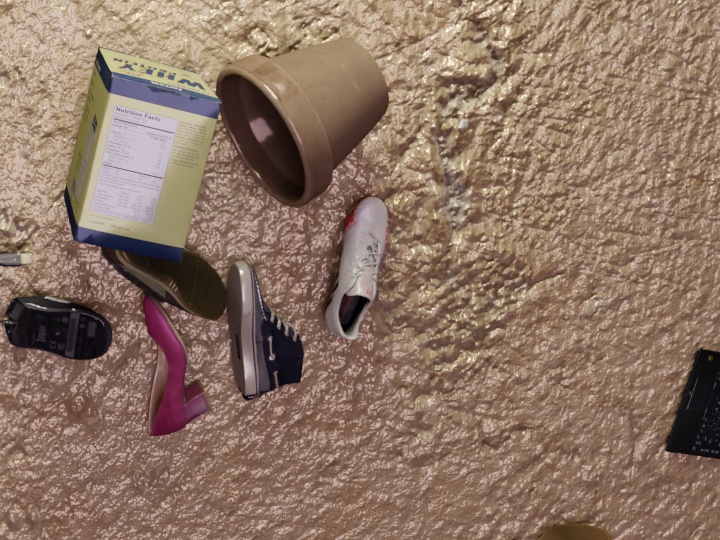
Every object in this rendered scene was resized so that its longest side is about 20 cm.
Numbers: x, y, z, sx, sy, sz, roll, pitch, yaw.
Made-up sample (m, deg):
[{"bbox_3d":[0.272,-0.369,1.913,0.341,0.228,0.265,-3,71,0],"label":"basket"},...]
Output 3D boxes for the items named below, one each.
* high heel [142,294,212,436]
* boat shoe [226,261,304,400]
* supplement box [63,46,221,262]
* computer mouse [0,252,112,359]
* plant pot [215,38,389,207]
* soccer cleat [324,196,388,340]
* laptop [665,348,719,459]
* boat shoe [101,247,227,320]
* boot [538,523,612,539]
[{"bbox_3d":[-0.278,0.132,1.745,0.095,0.067,0.202,-26,123,-10],"label":"high heel"},{"bbox_3d":[-0.130,0.076,1.773,0.091,0.075,0.203,-11,118,-22],"label":"boat shoe"},{"bbox_3d":[-0.273,-0.146,1.577,0.132,0.200,0.203,12,105,-21],"label":"supplement box"},{"bbox_3d":[-0.421,0.041,1.681,0.197,0.046,0.142,5,111,-6],"label":"computer mouse"},{"bbox_3d":[-0.062,-0.210,1.644,0.174,0.199,0.202,-35,115,-22],"label":"plant pot"},{"bbox_3d":[0.000,0.000,1.773,0.068,0.085,0.203,13,104,-20],"label":"soccer cleat"},{"bbox_3d":[0.612,0.237,2.032,0.197,0.103,0.180,10,104,-20],"label":"laptop"},{"bbox_3d":[-0.260,0.004,1.707,0.200,0.065,0.073,37,61,-42],"label":"boat shoe"},{"bbox_3d":[0.310,0.496,2.037,0.197,0.077,0.157,-15,110,-9],"label":"boot"}]
